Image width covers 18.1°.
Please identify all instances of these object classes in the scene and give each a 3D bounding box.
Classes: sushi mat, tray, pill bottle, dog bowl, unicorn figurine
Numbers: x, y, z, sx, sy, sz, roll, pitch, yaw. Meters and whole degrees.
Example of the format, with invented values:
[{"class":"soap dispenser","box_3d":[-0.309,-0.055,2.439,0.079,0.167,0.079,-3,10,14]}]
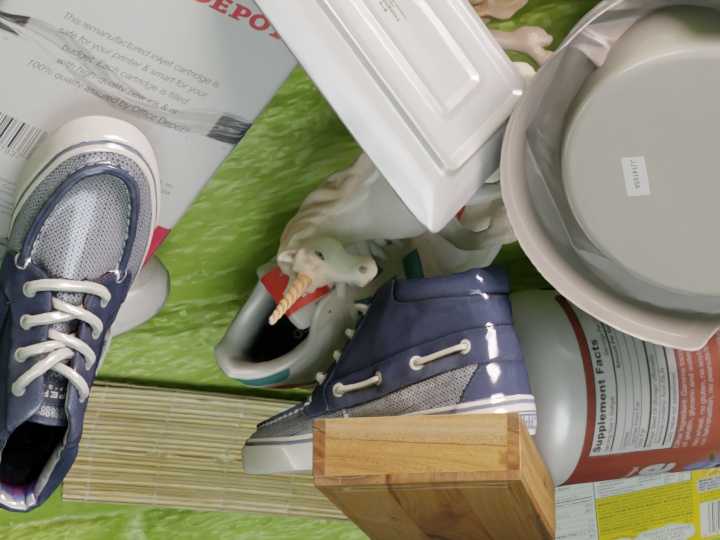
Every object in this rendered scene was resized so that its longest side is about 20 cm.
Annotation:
[{"class":"sushi mat","box_3d":[-0.078,0.110,1.360,0.200,0.012,0.096,6,130,-15]},{"class":"tray","box_3d":[0.042,0.110,1.148,0.099,0.037,0.200,-2,165,9]},{"class":"tray","box_3d":[0.010,-0.126,1.078,0.200,0.107,0.022,53,144,-13]},{"class":"pill bottle","box_3d":[0.133,0.063,1.275,0.200,0.112,0.112,-4,131,-20]},{"class":"dog bowl","box_3d":[0.170,-0.056,1.086,0.200,0.059,0.200,7,126,10]},{"class":"unicorn figurine","box_3d":[0.030,-0.057,1.162,0.137,0.200,0.074,5,167,-1]}]

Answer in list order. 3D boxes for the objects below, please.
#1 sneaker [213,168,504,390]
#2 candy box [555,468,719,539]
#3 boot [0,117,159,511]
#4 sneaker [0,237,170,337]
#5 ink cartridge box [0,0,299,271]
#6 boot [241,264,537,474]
[{"class":"sneaker","box_3d":[-0.001,0.000,1.222,0.200,0.070,0.093,-43,161,27]},{"class":"candy box","box_3d":[0.182,0.135,1.421,0.200,0.026,0.102,-11,128,-2]},{"class":"boot","box_3d":[-0.144,0.026,1.109,0.073,0.090,0.200,8,131,-18]},{"class":"sneaker","box_3d":[-0.195,-0.013,1.199,0.200,0.070,0.080,9,125,-17]},{"class":"ink cartridge box","box_3d":[-0.129,-0.107,1.122,0.145,0.083,0.200,23,122,-27]},{"class":"boot","box_3d":[0.010,0.056,1.206,0.200,0.090,0.073,-14,170,41]}]
